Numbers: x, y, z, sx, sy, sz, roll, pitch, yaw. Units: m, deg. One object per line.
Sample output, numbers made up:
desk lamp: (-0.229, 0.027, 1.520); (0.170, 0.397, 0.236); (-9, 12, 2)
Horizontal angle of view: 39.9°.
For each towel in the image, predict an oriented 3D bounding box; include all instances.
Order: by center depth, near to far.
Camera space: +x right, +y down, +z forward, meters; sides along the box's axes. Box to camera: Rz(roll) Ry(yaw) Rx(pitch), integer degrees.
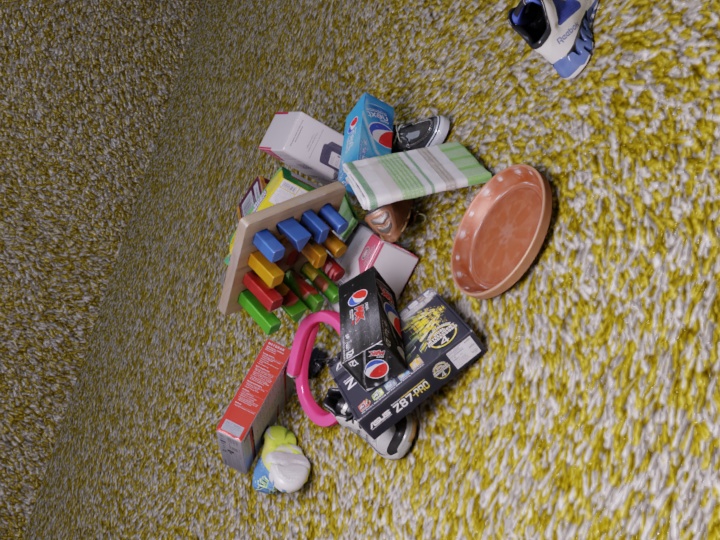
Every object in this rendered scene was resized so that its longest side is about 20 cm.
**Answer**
towel: (0.084, -0.144, 1.525); (0.149, 0.200, 0.031); (-117, 18, -58)
towel: (-0.069, -0.039, 1.724); (0.200, 0.031, 0.149); (-54, 28, 20)

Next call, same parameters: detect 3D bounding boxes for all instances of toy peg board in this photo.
toy peg board: (-0.096, -0.009, 1.522); (0.098, 0.200, 0.199); (44, 138, 23)

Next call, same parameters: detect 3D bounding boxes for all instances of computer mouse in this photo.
computer mouse: (-0.060, 0.161, 1.720); (0.200, 0.034, 0.059); (-17, 31, 53)

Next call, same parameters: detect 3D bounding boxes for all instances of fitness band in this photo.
fitness band: (-0.057, 0.157, 1.603); (0.144, 0.037, 0.200); (38, 124, 38)

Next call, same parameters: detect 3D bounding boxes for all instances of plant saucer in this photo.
plant saucer: (0.200, -0.053, 1.389); (0.200, 0.032, 0.200); (-43, 34, 39)

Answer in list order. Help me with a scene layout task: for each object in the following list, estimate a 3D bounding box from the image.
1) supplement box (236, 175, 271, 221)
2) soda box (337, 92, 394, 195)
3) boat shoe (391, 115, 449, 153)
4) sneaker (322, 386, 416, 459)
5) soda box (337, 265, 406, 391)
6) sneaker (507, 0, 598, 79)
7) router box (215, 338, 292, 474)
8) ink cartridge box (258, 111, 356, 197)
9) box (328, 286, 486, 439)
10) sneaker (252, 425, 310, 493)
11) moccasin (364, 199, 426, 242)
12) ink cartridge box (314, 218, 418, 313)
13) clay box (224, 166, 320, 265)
supplement box: (-0.120, -0.080, 1.842); (0.086, 0.200, 0.110); (-54, 27, 21)
soda box: (0.011, -0.211, 1.680); (0.068, 0.064, 0.200); (-49, 24, 38)
boat shoe: (0.076, -0.222, 1.734); (0.200, 0.071, 0.072); (-29, 44, 53)
sneaker: (0.006, 0.221, 1.463); (0.200, 0.088, 0.076); (11, 76, 63)
soda box: (0.014, 0.079, 1.409); (0.071, 0.063, 0.200); (-30, 28, 15)
sneaker: (0.277, -0.382, 1.429); (0.081, 0.115, 0.200); (-31, 41, 49)
router box: (-0.178, 0.238, 1.701); (0.200, 0.049, 0.180); (98, -161, -62)
ink cartridge box: (-0.070, -0.217, 1.869); (0.084, 0.200, 0.145); (-64, 25, -3)
box: (0.062, 0.127, 1.399); (0.200, 0.049, 0.161); (-39, 25, 1)
sneaker: (-0.136, 0.344, 1.660); (0.200, 0.076, 0.105); (-113, 41, -73)
moccasin: (0.060, -0.094, 1.619); (0.074, 0.078, 0.201); (-29, 11, 12)
ink cartridge box: (0.000, 0.000, 1.673); (0.146, 0.085, 0.200); (-63, 26, 7)
clay box: (-0.144, -0.073, 1.729); (0.200, 0.115, 0.048); (-51, 28, 24)
